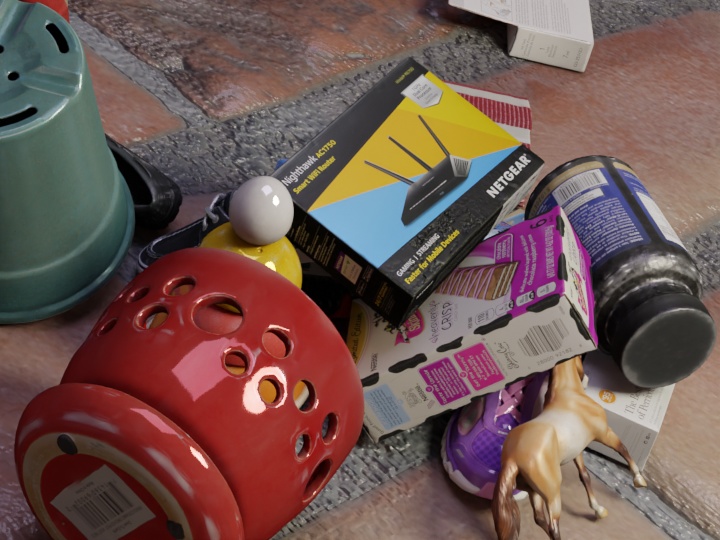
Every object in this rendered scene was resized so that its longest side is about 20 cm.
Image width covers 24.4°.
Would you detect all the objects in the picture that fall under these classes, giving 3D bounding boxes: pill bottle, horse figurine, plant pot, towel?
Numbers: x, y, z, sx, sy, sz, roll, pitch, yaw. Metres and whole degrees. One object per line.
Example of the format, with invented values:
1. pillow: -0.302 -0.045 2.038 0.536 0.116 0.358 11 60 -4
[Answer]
1. pill bottle: 0.221 0.001 1.406 0.111 0.113 0.201 1 39 -20
2. horse figurine: 0.151 0.148 1.271 0.200 0.050 0.133 -38 106 -46
3. plant pot: -0.281 -0.097 1.307 0.198 0.197 0.202 2 54 -3
4. towel: 0.105 -0.137 1.712 0.143 0.023 0.201 13 34 -1
5. plant pot: -0.121 0.115 1.143 0.199 0.201 0.183 25 45 13

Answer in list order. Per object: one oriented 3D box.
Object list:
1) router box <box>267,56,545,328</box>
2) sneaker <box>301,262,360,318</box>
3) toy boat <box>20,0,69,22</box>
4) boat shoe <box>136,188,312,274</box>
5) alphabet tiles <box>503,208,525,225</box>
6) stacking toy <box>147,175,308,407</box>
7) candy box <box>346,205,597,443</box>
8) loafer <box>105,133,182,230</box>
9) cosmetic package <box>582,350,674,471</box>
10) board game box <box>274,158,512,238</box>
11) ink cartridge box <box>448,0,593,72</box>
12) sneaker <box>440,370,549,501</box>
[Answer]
1. router box: 0.034 -0.066 1.329 0.149 0.051 0.200 38 51 10
2. sneaker: -0.001 0.000 1.442 0.198 0.071 0.094 6 42 -9
3. toy boat: -0.386 -0.246 1.602 0.198 0.131 0.132 18 65 2
4. boat shoe: -0.102 -0.036 1.387 0.198 0.068 0.072 -10 37 19
5. alphabet tiles: 0.160 -0.004 1.521 0.199 0.006 0.166 -26 39 -34
6. stacking toy: -0.091 0.009 1.284 0.145 0.201 0.147 10 35 -7
7. candy box: 0.085 0.041 1.324 0.199 0.061 0.137 -26 26 19
8. loafer: -0.249 -0.100 1.470 0.199 0.068 0.070 29 -2 13
9. cosmetic package: 0.234 0.083 1.442 0.082 0.051 0.200 21 36 9
10. board game box: 0.040 -0.050 1.497 0.199 0.037 0.151 29 20 32
11. ink cartridge box: 0.182 -0.319 1.963 0.175 0.045 0.201 13 35 -5
12. sneaker: 0.119 0.100 1.343 0.080 0.089 0.201 18 37 1
